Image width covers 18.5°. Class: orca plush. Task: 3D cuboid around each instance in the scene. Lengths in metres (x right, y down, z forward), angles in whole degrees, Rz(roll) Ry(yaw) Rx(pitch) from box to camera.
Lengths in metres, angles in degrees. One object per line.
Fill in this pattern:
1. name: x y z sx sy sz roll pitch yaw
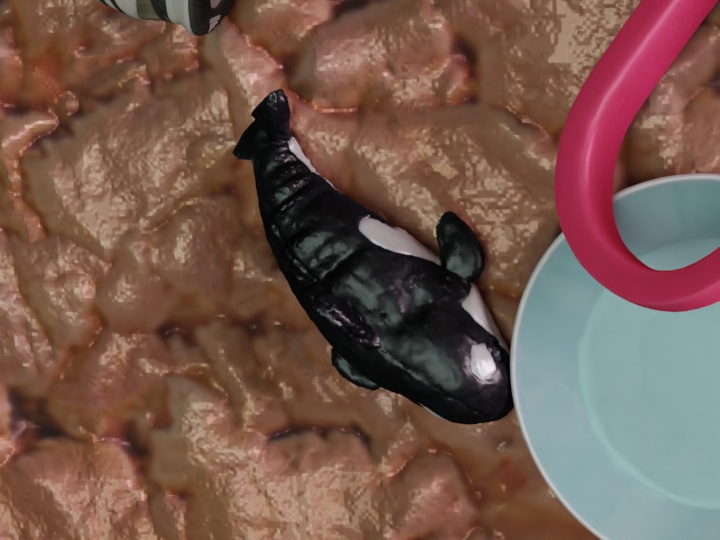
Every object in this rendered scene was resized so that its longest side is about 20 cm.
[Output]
1. orca plush: 0.000 0.000 1.109 0.105 0.071 0.201 -29 89 25

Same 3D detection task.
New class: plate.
1. plate: 0.170 0.051 1.075 0.199 0.026 0.202 4 101 22

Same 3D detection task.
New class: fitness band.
1. fitness band: 0.170 -0.073 1.010 0.200 0.037 0.144 -54 48 16

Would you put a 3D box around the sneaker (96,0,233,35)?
1. sneaker: -0.115 -0.226 1.109 0.115 0.076 0.202 14 108 18
